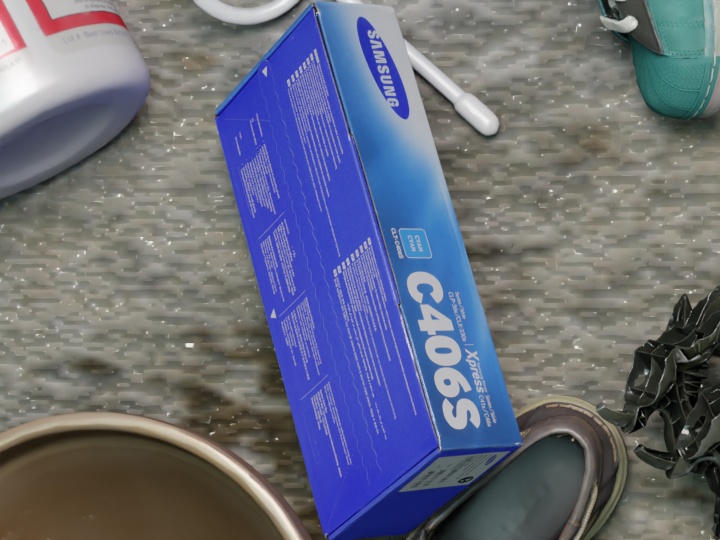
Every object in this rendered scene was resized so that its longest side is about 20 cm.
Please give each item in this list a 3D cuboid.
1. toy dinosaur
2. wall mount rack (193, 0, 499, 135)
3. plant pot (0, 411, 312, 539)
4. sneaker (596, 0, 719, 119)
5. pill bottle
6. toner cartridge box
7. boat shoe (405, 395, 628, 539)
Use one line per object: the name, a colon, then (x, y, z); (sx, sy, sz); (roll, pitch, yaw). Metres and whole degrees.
toy dinosaur: (0.168, 0.089, 1.083); (0.200, 0.102, 0.136); (-46, 116, -24)
wall mount rack: (0.025, -0.163, 1.158); (0.174, 0.075, 0.200); (39, 94, -26)
plant pot: (-0.100, 0.161, 1.134); (0.200, 0.093, 0.202); (-1, 85, 10)
sneaker: (0.102, -0.156, 1.114); (0.080, 0.071, 0.201); (-13, 102, -11)
pill bottle: (-0.182, -0.138, 1.170); (0.112, 0.112, 0.200); (-30, 79, 6)
toner cartridge box: (0.000, 0.000, 1.109); (0.095, 0.043, 0.201); (-41, 57, 48)
boat shoe: (0.035, 0.135, 1.121); (0.074, 0.073, 0.200); (32, 91, 12)
